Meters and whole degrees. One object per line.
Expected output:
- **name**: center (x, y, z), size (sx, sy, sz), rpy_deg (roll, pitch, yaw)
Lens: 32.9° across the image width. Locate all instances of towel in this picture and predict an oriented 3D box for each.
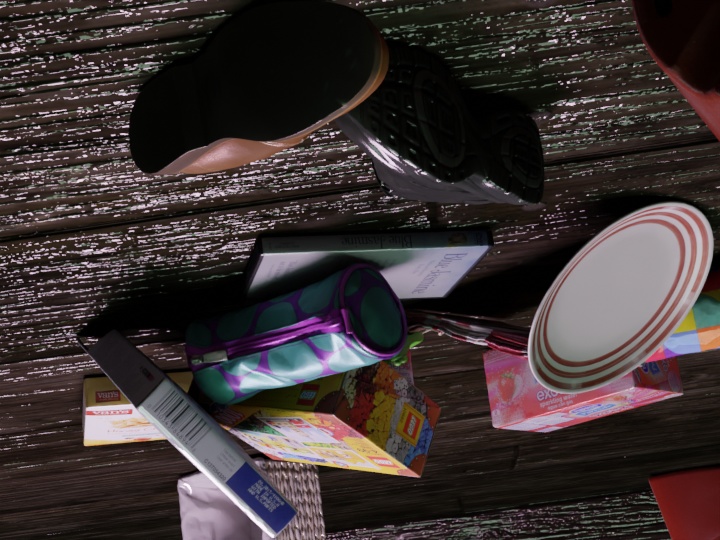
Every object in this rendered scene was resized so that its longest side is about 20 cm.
- **towel**: center (0.156, 0.069, 1.185), size (0.144, 0.023, 0.200), rpy_deg (8, -178, -38)

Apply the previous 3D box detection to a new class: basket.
- **basket**: center (-0.172, 0.419, 1.990), size (0.198, 0.201, 0.160), rpy_deg (-20, 160, 37)

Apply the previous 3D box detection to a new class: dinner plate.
- **dinner plate**: center (0.221, 0.022, 1.050), size (0.199, 0.024, 0.201), rpy_deg (-21, 133, -24)

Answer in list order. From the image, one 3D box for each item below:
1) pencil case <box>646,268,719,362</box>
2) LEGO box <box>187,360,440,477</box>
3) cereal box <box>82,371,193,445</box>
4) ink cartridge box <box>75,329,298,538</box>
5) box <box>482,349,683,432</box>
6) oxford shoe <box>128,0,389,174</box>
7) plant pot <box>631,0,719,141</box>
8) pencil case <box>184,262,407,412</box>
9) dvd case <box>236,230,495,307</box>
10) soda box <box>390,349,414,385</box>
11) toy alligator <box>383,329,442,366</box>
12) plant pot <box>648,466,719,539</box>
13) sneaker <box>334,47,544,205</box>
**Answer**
- **pencil case**: center (0.330, 0.036, 1.196), size (0.199, 0.089, 0.088), rpy_deg (-10, 162, 14)
- **LEGO box**: center (-0.048, 0.131, 1.194), size (0.199, 0.077, 0.149), rpy_deg (-1, 150, 41)
- **cereal box**: center (-0.251, 0.162, 1.418), size (0.143, 0.040, 0.200), rpy_deg (-3, 162, -14)
- **ink cartridge box**: center (-0.164, 0.141, 1.136), size (0.197, 0.043, 0.200), rpy_deg (50, 170, -30)
- **box**: center (0.248, 0.116, 1.380), size (0.102, 0.095, 0.200), rpy_deg (10, 155, -42)
- **oxford shoe**: center (-0.046, -0.097, 0.663), size (0.071, 0.072, 0.200), rpy_deg (1, 172, -41)
- **plant pot**: center (0.233, -0.108, 0.553), size (0.200, 0.202, 0.195), rpy_deg (-20, 150, 34)
- **pencil case**: center (-0.060, 0.058, 1.040), size (0.199, 0.086, 0.092), rpy_deg (-20, 172, 35)
- **dvd case**: center (0.000, 0.000, 1.050), size (0.199, 0.018, 0.143), rpy_deg (-3, 161, -14)
- **soda box**: center (-0.015, 0.126, 1.350), size (0.063, 0.070, 0.200), rpy_deg (3, 160, -27)
- **toy alligator**: center (0.023, 0.076, 1.234), size (0.199, 0.055, 0.059), rpy_deg (4, 160, -30)
- **plant pot**: center (0.803, 0.553, 2.826), size (0.176, 0.201, 0.200), rpy_deg (-25, 158, 17)
- **sneaker**: center (0.035, -0.075, 0.752), size (0.090, 0.076, 0.200), rpy_deg (-9, 161, 36)
